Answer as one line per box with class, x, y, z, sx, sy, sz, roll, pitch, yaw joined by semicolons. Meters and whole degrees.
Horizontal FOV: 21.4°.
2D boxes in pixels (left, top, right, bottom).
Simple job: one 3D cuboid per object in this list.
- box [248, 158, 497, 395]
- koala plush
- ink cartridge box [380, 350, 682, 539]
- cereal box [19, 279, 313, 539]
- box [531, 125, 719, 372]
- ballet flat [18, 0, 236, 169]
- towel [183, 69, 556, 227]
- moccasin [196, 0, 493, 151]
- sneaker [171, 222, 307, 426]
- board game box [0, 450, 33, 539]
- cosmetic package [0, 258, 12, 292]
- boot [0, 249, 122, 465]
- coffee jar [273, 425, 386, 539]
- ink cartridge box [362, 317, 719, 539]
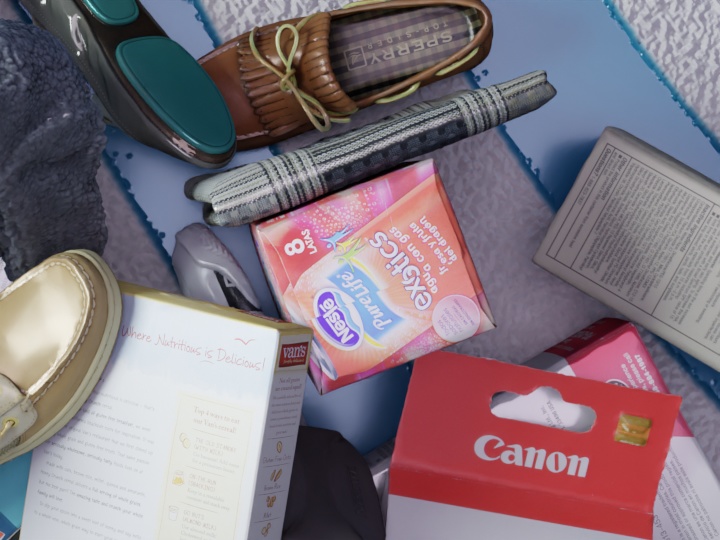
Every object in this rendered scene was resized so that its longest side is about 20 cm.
box;0.000;0.000;1.050;0.102;0.200;0.095;-22;94;-3
koala plush;-0.242;-0.093;0.986;0.177;0.184;0.200;-20;54;-32
ink cartridge box;0.087;0.156;1.039;0.161;0.050;0.200;11;101;-12
cereal box;-0.105;0.112;0.973;0.144;0.040;0.200;13;96;31
box;0.210;0.005;1.092;0.200;0.078;0.095;32;100;14
ballet flat;-0.141;-0.122;1.089;0.200;0.067;0.064;54;128;17
towel;-0.002;-0.069;1.051;0.192;0.200;0.035;-22;94;-7
moccasin;-0.019;-0.116;1.107;0.201;0.078;0.074;-11;90;0
sneaker;-0.097;0.080;1.105;0.115;0.075;0.200;-21;95;-6
board game box;-0.252;0.112;1.052;0.151;0.047;0.200;-43;96;10
cosmetic package;-0.271;-0.035;1.093;0.200;0.071;0.102;19;90;-4
boot;-0.224;0.057;0.930;0.200;0.155;0.073;-41;65;17
coffee jar;-0.051;0.183;1.049;0.085;0.104;0.200;7;128;-18
ink cartridge box;0.100;0.139;1.116;0.200;0.084;0.145;-29;93;-4
